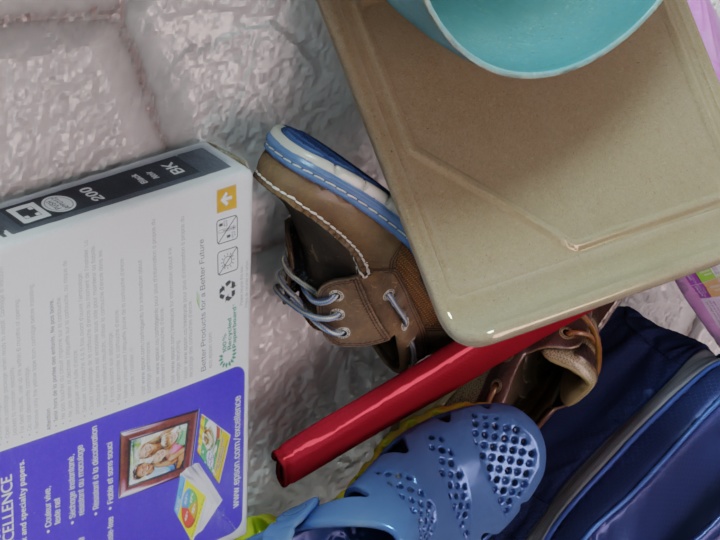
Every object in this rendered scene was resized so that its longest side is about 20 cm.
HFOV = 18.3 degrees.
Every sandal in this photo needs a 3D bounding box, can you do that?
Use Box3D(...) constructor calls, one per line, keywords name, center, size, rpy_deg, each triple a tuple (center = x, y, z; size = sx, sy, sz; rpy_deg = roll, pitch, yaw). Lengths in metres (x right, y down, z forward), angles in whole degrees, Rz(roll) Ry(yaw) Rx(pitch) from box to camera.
Box3D(name="sandal", center=(0.010, 0.132, 1.110), size=(0.200, 0.087, 0.080), rpy_deg=(-31, 98, -13))

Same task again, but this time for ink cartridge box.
Box3D(name="ink cartridge box", center=(-0.136, 0.060, 1.000), size=(0.200, 0.043, 0.199), rpy_deg=(-20, 124, -39))

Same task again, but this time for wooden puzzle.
Box3D(name="wooden puzzle", center=(0.085, -0.077, 1.049), size=(0.185, 0.037, 0.200), rpy_deg=(-18, 78, -24))

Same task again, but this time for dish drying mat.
Box3D(name="dish drying mat", center=(0.043, 0.049, 1.129), size=(0.200, 0.018, 0.077), rpy_deg=(-29, 169, -9))

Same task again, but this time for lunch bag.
Box3D(name="lunch bag", center=(0.157, 0.125, 1.257), size=(0.200, 0.132, 0.136), rpy_deg=(-43, 135, -19))

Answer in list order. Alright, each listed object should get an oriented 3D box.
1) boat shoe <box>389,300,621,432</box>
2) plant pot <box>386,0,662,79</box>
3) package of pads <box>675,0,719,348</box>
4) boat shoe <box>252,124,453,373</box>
Box3D(name="boat shoe", center=(0.102, 0.047, 1.206), size=(0.200, 0.072, 0.072), rpy_deg=(-46, 136, -17))
Box3D(name="plant pot", center=(0.050, -0.200, 0.976), size=(0.200, 0.135, 0.201), rpy_deg=(-23, 126, -35))
Box3D(name="package of pads", center=(0.183, -0.059, 1.195), size=(0.200, 0.075, 0.121), rpy_deg=(48, 32, -47))
Box3D(name="boat shoe", center=(0.000, 0.000, 1.075), size=(0.072, 0.072, 0.200), rpy_deg=(-51, 142, -1))
